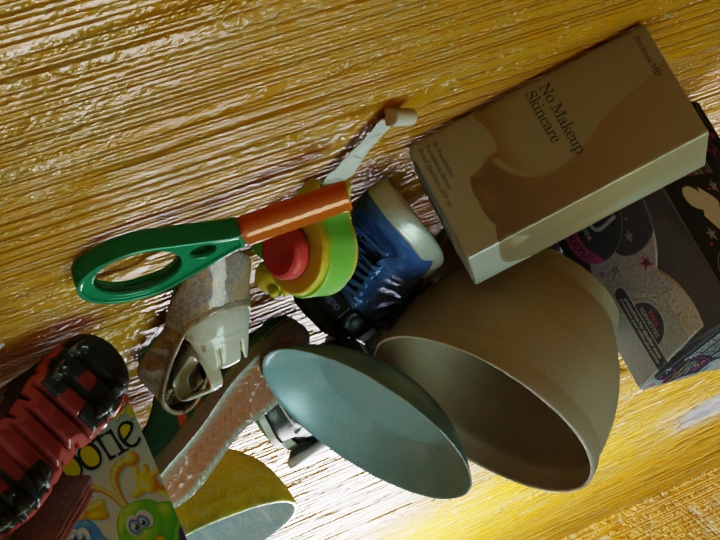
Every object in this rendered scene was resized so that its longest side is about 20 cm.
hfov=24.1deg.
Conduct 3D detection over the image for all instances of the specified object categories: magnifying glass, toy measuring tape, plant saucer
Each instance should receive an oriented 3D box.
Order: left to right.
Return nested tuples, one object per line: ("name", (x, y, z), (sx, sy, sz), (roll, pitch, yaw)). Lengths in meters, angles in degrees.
("magnifying glass", (-0.102, -0.021, 1.160), (0.198, 0.023, 0.080), (-17, 158, 0))
("toy measuring tape", (-0.014, -0.035, 1.209), (0.073, 0.074, 0.200), (-8, 153, -46))
("plant saucer", (0.012, 0.114, 1.379), (0.039, 0.200, 0.201), (-55, 173, -24))

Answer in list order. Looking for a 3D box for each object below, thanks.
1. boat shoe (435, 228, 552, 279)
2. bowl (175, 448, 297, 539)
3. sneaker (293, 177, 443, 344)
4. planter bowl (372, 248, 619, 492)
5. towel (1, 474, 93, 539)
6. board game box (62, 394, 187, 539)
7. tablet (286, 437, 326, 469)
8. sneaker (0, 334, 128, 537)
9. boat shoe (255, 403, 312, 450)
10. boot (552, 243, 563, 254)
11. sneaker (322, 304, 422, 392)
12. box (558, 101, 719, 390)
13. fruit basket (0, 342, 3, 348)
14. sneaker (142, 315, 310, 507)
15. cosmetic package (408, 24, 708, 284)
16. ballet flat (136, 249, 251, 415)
("boat shoe", (0.124, -0.024, 1.426), (0.075, 0.072, 0.200), (-10, 155, -42))
("bowl", (-0.171, 0.222, 1.614), (0.199, 0.108, 0.200), (-25, 162, -8))
("sneaker", (0.001, 0.001, 1.311), (0.111, 0.077, 0.200), (-36, 169, -5))
("planter bowl", (0.128, 0.064, 1.352), (0.135, 0.199, 0.201), (-56, 172, -23))
("towel", (-0.307, 0.192, 1.225), (0.198, 0.023, 0.144), (0, -157, 10))
("board game box", (-0.211, 0.202, 1.355), (0.104, 0.201, 0.103), (-19, 160, -22))
("tablet", (0.014, 0.125, 1.665), (0.199, 0.014, 0.130), (-34, -173, 6))
("sneaker", (-0.252, 0.133, 1.219), (0.201, 0.071, 0.098), (-51, -167, -34))
("boat shoe", (-0.066, 0.123, 1.563), (0.060, 0.072, 0.201), (-28, 169, 1))
("boot", (0.172, 0.034, 1.522), (0.199, 0.151, 0.073), (-25, 162, -7))
("sneaker", (-0.009, 0.075, 1.475), (0.089, 0.067, 0.200), (-27, 173, -34))
("box", (0.257, -0.021, 1.417), (0.114, 0.201, 0.132), (-8, 154, -41))
("fruit basket", (-0.356, 0.123, 1.161), (0.199, 0.094, 0.185), (-33, 170, -40))
("sneaker", (-0.131, 0.106, 1.443), (0.200, 0.080, 0.071), (-47, 143, 0))
("cosmetic package", (0.147, -0.085, 1.248), (0.199, 0.106, 0.071), (-29, 162, -1))
("ballet flat", (-0.119, 0.053, 1.300), (0.068, 0.068, 0.200), (-17, 159, -29))
